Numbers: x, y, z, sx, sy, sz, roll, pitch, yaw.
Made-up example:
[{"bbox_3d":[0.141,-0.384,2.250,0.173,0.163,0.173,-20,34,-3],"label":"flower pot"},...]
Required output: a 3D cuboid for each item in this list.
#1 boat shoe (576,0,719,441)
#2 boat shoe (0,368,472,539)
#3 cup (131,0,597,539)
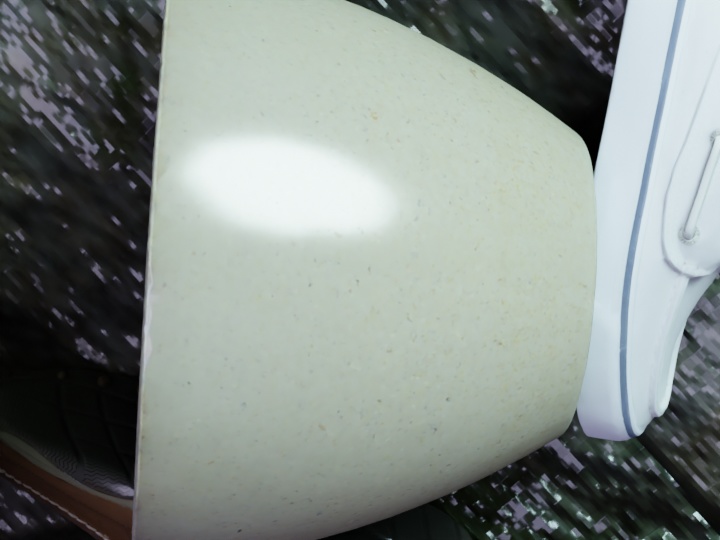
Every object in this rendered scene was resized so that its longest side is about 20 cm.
[{"bbox_3d":[0.114,-0.031,0.771,0.065,0.074,0.201,12,114,14],"label":"boat shoe"},{"bbox_3d":[-0.055,0.105,0.868,0.199,0.076,0.074,23,117,7],"label":"boat shoe"},{"bbox_3d":[0.000,0.000,0.765,0.142,0.200,0.201,3,111,-5],"label":"cup"}]
